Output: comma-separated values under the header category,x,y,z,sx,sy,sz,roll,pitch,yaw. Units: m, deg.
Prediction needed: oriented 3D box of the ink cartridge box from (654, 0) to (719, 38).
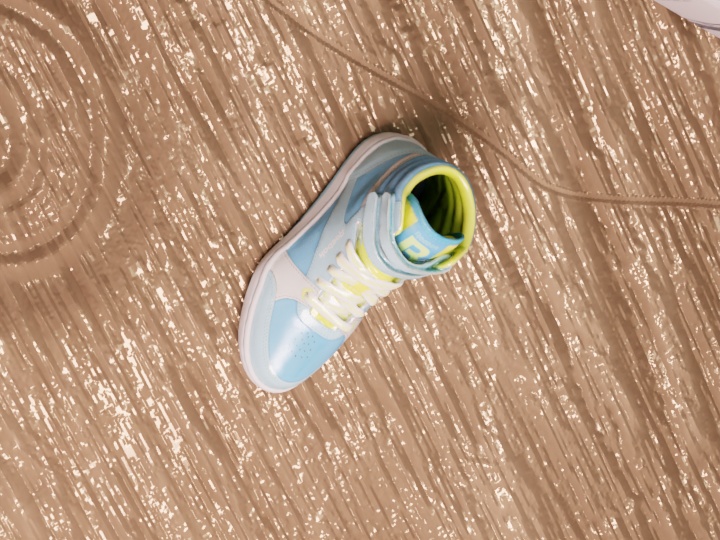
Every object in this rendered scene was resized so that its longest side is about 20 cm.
category,x,y,z,sx,sy,sz,roll,pitch,yaw
ink cartridge box,0.291,-0.235,1.706,0.200,0.085,0.146,25,87,-23

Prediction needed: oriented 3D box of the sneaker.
category,x,y,z,sx,sy,sz,roll,pitch,yaw
sneaker,0.000,0.000,1.590,0.080,0.131,0.200,33,85,-25
